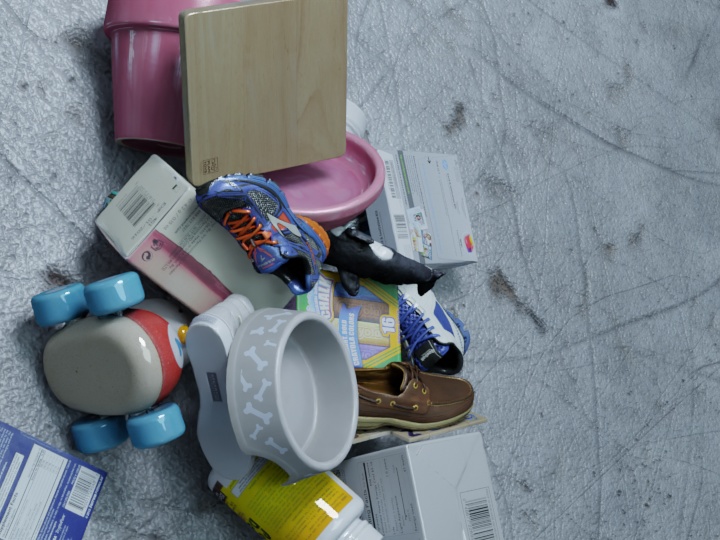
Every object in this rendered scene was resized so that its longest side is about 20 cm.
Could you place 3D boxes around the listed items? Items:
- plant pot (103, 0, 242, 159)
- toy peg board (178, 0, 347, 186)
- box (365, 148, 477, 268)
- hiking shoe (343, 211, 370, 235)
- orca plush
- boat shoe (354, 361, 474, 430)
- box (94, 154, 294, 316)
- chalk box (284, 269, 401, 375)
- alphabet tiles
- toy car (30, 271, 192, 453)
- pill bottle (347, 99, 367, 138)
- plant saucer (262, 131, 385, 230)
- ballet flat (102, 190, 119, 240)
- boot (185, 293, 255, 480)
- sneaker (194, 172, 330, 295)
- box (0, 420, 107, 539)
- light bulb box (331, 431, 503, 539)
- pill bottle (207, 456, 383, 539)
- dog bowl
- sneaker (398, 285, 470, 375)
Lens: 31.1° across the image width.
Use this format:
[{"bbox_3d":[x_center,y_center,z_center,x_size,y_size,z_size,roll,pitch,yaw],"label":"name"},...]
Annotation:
[{"bbox_3d":[-0.218,-0.232,1.561,0.200,0.200,0.179,11,84,-33],"label":"plant pot"},{"bbox_3d":[-0.125,-0.222,1.485,0.199,0.098,0.200,-14,121,-27],"label":"toy peg board"},{"bbox_3d":[0.078,-0.080,1.723,0.200,0.041,0.156,-5,82,-54],"label":"box"},{"bbox_3d":[0.032,-0.045,1.745,0.200,0.074,0.087,-20,87,-38],"label":"hiking shoe"},{"bbox_3d":[0.000,0.000,1.576,0.200,0.105,0.071,25,81,-33],"label":"orca plush"},{"bbox_3d":[0.053,0.148,1.565,0.200,0.068,0.072,0,34,-24],"label":"boat shoe"},{"bbox_3d":[-0.186,-0.020,1.489,0.109,0.128,0.200,-49,125,-1],"label":"box"},{"bbox_3d":[-0.065,0.072,1.606,0.200,0.124,0.124,11,70,-35],"label":"chalk box"},{"bbox_3d":[0.031,0.182,1.619,0.200,0.167,0.008,-9,108,-39],"label":"alphabet tiles"},{"bbox_3d":[-0.236,0.083,1.461,0.200,0.177,0.184,-26,102,-51],"label":"toy car"},{"bbox_3d":[-0.065,-0.124,1.675,0.114,0.114,0.200,32,59,-24],"label":"pill bottle"},{"bbox_3d":[-0.071,-0.107,1.541,0.200,0.051,0.201,3,37,-2],"label":"plant saucer"},{"bbox_3d":[-0.224,-0.044,1.574,0.200,0.074,0.074,13,68,-31],"label":"ballet flat"},{"bbox_3d":[-0.135,0.127,1.443,0.096,0.074,0.200,-41,131,-55],"label":"boot"},{"bbox_3d":[-0.102,-0.040,1.406,0.200,0.075,0.078,34,44,-40],"label":"sneaker"},{"bbox_3d":[-0.381,0.230,1.382,0.200,0.032,0.121,33,58,-25],"label":"box"},{"bbox_3d":[0.058,0.313,1.569,0.125,0.200,0.198,-3,78,-38],"label":"light bulb box"},{"bbox_3d":[-0.073,0.273,1.505,0.200,0.109,0.109,40,52,11],"label":"pill bottle"},{"bbox_3d":[-0.068,0.135,1.428,0.200,0.059,0.200,31,54,-55],"label":"dog bowl"},{"bbox_3d":[0.076,0.068,1.707,0.199,0.081,0.115,43,17,-17],"label":"sneaker"}]
